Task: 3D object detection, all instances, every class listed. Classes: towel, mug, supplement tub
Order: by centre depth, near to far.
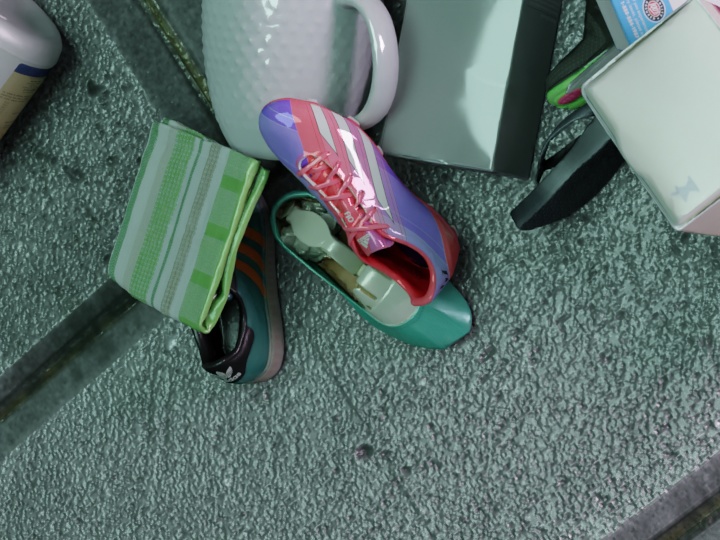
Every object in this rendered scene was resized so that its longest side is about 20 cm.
[{"bbox_3d":[-0.040,-0.177,1.760,0.199,0.147,0.177,17,109,48],"label":"mug"},{"bbox_3d":[-0.142,-0.038,1.806,0.200,0.031,0.150,26,99,58],"label":"towel"},{"bbox_3d":[-0.373,-0.163,1.941,0.144,0.144,0.200,45,106,22],"label":"supplement tub"}]

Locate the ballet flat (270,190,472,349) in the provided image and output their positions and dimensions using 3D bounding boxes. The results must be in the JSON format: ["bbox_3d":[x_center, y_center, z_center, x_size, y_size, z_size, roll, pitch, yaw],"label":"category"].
[{"bbox_3d":[0.000,0.000,1.782,0.200,0.070,0.068,36,99,24],"label":"ballet flat"}]

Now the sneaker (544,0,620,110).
[{"bbox_3d":[0.207,-0.209,1.695,0.084,0.077,0.200,39,94,29],"label":"sneaker"}]

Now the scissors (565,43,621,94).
[{"bbox_3d":[0.238,-0.192,1.651,0.200,0.073,0.014,-51,37,1],"label":"scissors"}]

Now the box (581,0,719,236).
[{"bbox_3d":[0.265,-0.105,1.580,0.109,0.200,0.128,-39,73,20],"label":"box"}]

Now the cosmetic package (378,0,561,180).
[{"bbox_3d":[0.092,-0.178,1.740,0.106,0.090,0.201,13,95,26],"label":"cosmetic package"}]

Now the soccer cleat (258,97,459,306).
[{"bbox_3d":[-0.002,-0.055,1.706,0.200,0.077,0.067,42,130,-18],"label":"soccer cleat"}]

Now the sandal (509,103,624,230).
[{"bbox_3d":[0.186,-0.110,1.691,0.043,0.076,0.200,47,106,22],"label":"sandal"}]

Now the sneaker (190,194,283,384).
[{"bbox_3d":[-0.117,-0.005,1.834,0.071,0.080,0.201,-18,79,28],"label":"sneaker"}]

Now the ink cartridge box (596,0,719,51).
[{"bbox_3d":[0.259,-0.251,1.593,0.199,0.067,0.116,-25,98,0],"label":"ink cartridge box"}]
